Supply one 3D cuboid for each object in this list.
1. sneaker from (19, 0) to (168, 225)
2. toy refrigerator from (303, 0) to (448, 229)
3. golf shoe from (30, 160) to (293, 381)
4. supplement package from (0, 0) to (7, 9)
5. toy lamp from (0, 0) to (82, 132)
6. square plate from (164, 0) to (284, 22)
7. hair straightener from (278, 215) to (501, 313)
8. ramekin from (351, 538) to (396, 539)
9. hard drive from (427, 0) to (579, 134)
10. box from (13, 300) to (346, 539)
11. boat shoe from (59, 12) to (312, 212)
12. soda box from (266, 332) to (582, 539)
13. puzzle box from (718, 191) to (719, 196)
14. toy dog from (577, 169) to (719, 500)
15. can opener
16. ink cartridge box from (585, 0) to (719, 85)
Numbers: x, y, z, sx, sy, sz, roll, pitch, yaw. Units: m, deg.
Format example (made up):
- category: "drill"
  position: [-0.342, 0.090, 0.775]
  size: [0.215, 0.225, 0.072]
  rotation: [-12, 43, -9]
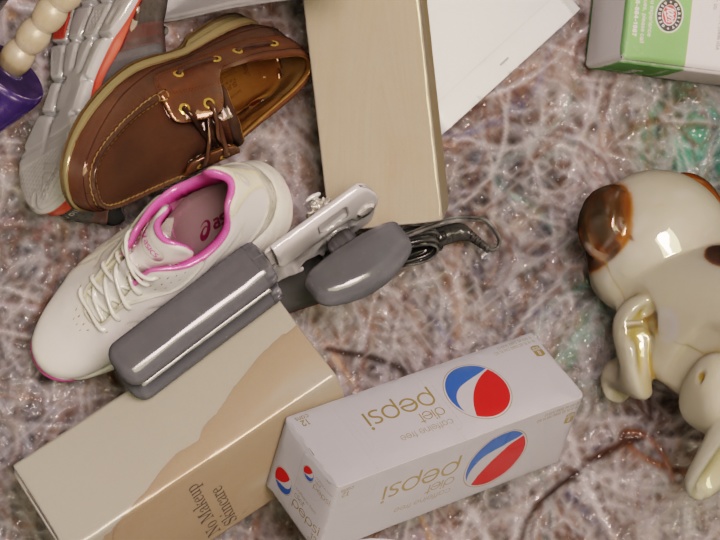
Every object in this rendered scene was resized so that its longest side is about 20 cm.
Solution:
- category: "sneaker"
  position: [-0.153, -0.122, 1.425]
  size: [0.082, 0.077, 0.202]
  rotation: [23, 86, -37]
- category: "toy refrigerator"
  position: [0.009, -0.133, 1.426]
  size: [0.075, 0.070, 0.202]
  rotation: [-6, 99, 7]
- category: "golf shoe"
  position: [-0.137, -0.004, 1.387]
  size: [0.200, 0.091, 0.076]
  rotation: [-40, 76, 9]
- category: "supplement package"
  position: [-0.318, -0.204, 1.354]
  size: [0.200, 0.121, 0.120]
  rotation: [41, 82, -9]
- category: "toy lamp"
  position: [-0.189, -0.162, 1.376]
  size: [0.058, 0.058, 0.200]
  rotation: [39, 114, -8]
- category: "square plate"
  position: [-0.065, -0.264, 1.384]
  size: [0.028, 0.197, 0.202]
  rotation: [-1, 90, -40]
- category: "hair straightener"
  position: [0.000, 0.000, 1.439]
  size: [0.198, 0.077, 0.041]
  rotation: [-12, 88, -11]
- category: "ramekin"
  position: [-0.002, 0.269, 1.428]
  size: [0.198, 0.098, 0.203]
  rotation: [0, 90, -12]
- category: "hard drive"
  position: [0.035, -0.208, 1.474]
  size: [0.132, 0.026, 0.200]
  rotation: [-42, 98, -9]
- category: "box"
  position: [-0.108, 0.115, 1.398]
  size: [0.199, 0.095, 0.078]
  rotation: [-34, 58, -9]
- category: "boat shoe"
  position: [-0.106, -0.098, 1.377]
  size: [0.200, 0.067, 0.073]
  rotation: [-41, 134, -39]
- category: "soda box"
  position: [0.043, 0.108, 1.410]
  size: [0.199, 0.068, 0.064]
  rotation: [-18, 52, -32]
- category: "puzzle box"
  position: [0.323, -0.091, 1.469]
  size: [0.132, 0.026, 0.201]
  rotation: [8, 129, -11]
- category: "toy dog"
  position: [0.219, 0.020, 1.434]
  size: [0.139, 0.195, 0.200]
  rotation: [-18, 49, -28]
- category: "can opener"
  position: [-0.062, 0.015, 1.363]
  size: [0.199, 0.053, 0.067]
  rotation: [-33, 66, -8]
- category: "ink cartridge box"
  position: [0.263, -0.197, 1.489]
  size: [0.198, 0.084, 0.148]
  rotation: [7, 89, -12]
